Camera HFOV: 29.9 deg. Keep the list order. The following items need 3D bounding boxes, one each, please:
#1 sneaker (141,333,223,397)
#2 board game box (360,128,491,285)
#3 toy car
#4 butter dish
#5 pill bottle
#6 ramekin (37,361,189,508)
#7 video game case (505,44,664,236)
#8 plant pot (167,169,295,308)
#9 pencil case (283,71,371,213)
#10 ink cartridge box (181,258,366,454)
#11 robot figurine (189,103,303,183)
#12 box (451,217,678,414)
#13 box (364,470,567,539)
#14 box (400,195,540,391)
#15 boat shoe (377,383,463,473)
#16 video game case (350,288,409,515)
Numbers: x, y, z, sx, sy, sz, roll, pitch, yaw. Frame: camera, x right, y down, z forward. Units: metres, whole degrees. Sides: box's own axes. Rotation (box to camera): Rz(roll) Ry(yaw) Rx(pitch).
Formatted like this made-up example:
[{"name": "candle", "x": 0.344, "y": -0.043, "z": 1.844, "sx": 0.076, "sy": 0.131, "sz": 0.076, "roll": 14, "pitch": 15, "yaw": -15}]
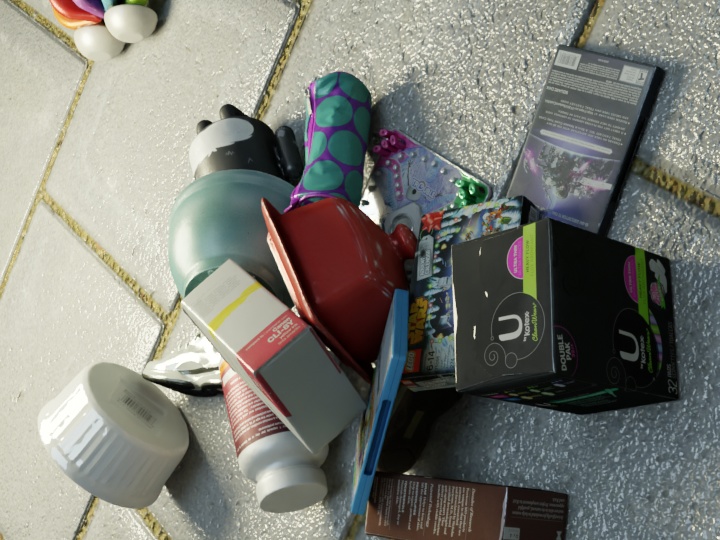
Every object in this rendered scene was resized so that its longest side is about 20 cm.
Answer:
[{"name": "sneaker", "x": -0.210, "y": 0.108, "z": 1.830, "sx": 0.199, "sy": 0.075, "sz": 0.116, "roll": -2, "pitch": 69, "yaw": 39}, {"name": "board game box", "x": 0.048, "y": -0.048, "z": 1.613, "sx": 0.200, "sy": 0.026, "sz": 0.201, "roll": 38, "pitch": 108, "yaw": 46}, {"name": "toy car", "x": -0.414, "y": -0.443, "z": 2.131, "sx": 0.199, "sy": 0.149, "sz": 0.177, "roll": -17, "pitch": 67, "yaw": 44}, {"name": "butter dish", "x": 0.000, "y": 0.000, "z": 1.524, "sx": 0.147, "sy": 0.200, "sz": 0.200, "roll": -32, "pitch": 53, "yaw": 7}, {"name": "pill bottle", "x": -0.103, "y": 0.187, "z": 1.648, "sx": 0.113, "sy": 0.112, "sz": 0.201, "roll": -38, "pitch": 53, "yaw": 34}, {"name": "ramekin", "x": -0.328, "y": 0.217, "z": 1.829, "sx": 0.098, "sy": 0.200, "sz": 0.201, "roll": -50, "pitch": 48, "yaw": 16}, {"name": "video game case", "x": 0.233, "y": -0.133, "z": 1.440, "sx": 0.142, "sy": 0.019, "sz": 0.202, "roll": 25, "pitch": 99, "yaw": 48}, {"name": "plant pot", "x": -0.149, "y": -0.004, "z": 1.657, "sx": 0.200, "sy": 0.200, "sz": 0.135, "roll": -39, "pitch": 28, "yaw": 34}, {"name": "pencil case", "x": -0.037, "y": -0.143, "z": 1.652, "sx": 0.085, "sy": 0.092, "sz": 0.201, "roll": -43, "pitch": 34, "yaw": 49}, {"name": "ink cartridge box", "x": -0.100, "y": 0.092, "z": 1.510, "sx": 0.083, "sy": 0.145, "sz": 0.200, "roll": -41, "pitch": 38, "yaw": -10}, {"name": "robot figurine", "x": -0.157, "y": -0.121, "z": 1.787, "sx": 0.151, "sy": 0.124, "sz": 0.201, "roll": 117, "pitch": 142, "yaw": -49}, {"name": "box", "x": 0.197, "y": 0.050, "z": 1.293, "sx": 0.124, "sy": 0.199, "sz": 0.150, "roll": -16, "pitch": 67, "yaw": 44}, {"name": "box", "x": 0.108, "y": 0.255, "z": 1.410, "sx": 0.199, "sy": 0.100, "sz": 0.076, "roll": 0, "pitch": 79, "yaw": 47}, {"name": "box", "x": 0.115, "y": 0.025, "z": 1.440, "sx": 0.136, "sy": 0.040, "sz": 0.202, "roll": -11, "pitch": 59, "yaw": 38}, {"name": "boat shoe", "x": 0.063, "y": 0.132, "z": 1.521, "sx": 0.201, "sy": 0.071, "sz": 0.076, "roll": -56, "pitch": 30, "yaw": 19}, {"name": "video game case", "x": 0.021, "y": 0.140, "z": 1.443, "sx": 0.143, "sy": 0.018, "sz": 0.201, "roll": -85, "pitch": 8, "yaw": -63}]
